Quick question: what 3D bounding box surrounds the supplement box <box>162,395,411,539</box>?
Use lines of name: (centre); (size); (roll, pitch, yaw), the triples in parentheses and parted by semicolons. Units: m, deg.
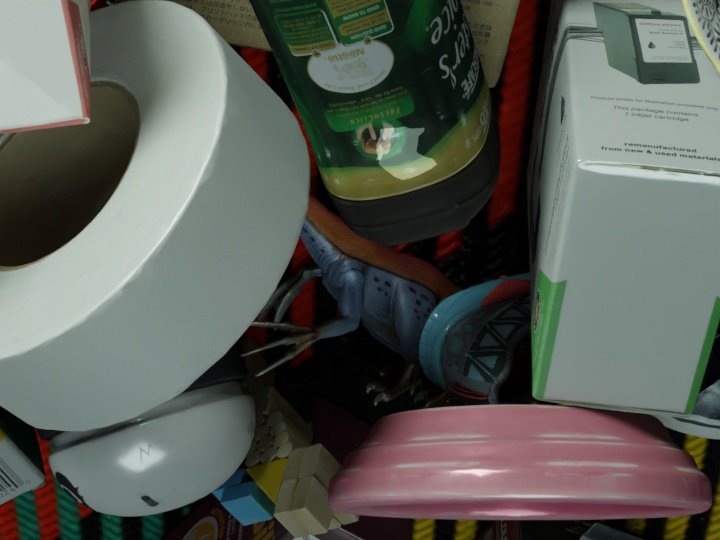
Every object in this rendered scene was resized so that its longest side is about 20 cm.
supplement box: (-0.059, 0.193, 1.021); (0.086, 0.110, 0.200); (33, 121, -22)

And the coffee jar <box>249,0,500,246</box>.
coffee jar: (0.003, -0.113, 0.698); (0.085, 0.104, 0.200); (-12, 127, 14)

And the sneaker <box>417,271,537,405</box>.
sneaker: (0.138, 0.030, 0.875); (0.200, 0.096, 0.079); (-28, 120, -10)

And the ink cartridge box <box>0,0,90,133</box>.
ink cartridge box: (-0.163, -0.161, 0.693); (0.067, 0.200, 0.117); (-8, 127, -5)

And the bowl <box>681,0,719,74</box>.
bowl: (0.241, -0.165, 0.736); (0.200, 0.094, 0.201); (0, 104, -1)

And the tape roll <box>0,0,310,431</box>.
tape roll: (-0.124, -0.029, 0.723); (0.202, 0.203, 0.071); (-27, 136, 20)

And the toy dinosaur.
toy dinosaur: (0.000, 0.000, 0.919); (0.200, 0.105, 0.182); (-31, 116, -18)

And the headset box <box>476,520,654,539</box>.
headset box: (0.136, 0.251, 1.083); (0.149, 0.077, 0.200); (21, 124, -15)

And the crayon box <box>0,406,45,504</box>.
crayon box: (-0.263, 0.066, 0.777); (0.127, 0.051, 0.200); (-26, 137, 1)

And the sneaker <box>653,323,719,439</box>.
sneaker: (0.254, 0.056, 0.933); (0.200, 0.079, 0.079); (8, 133, -19)

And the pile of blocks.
pile of blocks: (-0.058, 0.118, 0.922); (0.082, 0.200, 0.062); (-41, 120, -2)

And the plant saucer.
plant saucer: (0.083, 0.104, 0.813); (0.200, 0.051, 0.201); (1, 168, 0)

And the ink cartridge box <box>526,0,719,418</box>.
ink cartridge box: (0.133, -0.048, 0.779); (0.084, 0.200, 0.146); (5, 127, 1)

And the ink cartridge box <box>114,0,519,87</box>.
ink cartridge box: (-0.013, -0.189, 0.751); (0.200, 0.075, 0.165); (10, 126, -5)

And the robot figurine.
robot figurine: (-0.135, 0.038, 0.865); (0.150, 0.200, 0.125); (-13, 172, -34)
